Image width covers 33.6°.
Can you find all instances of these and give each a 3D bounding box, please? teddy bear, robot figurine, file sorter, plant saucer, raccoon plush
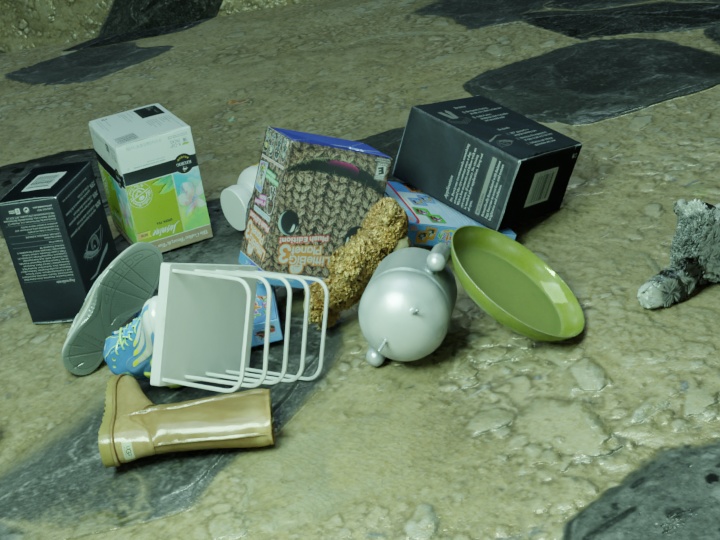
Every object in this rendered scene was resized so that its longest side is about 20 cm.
[{"bbox_3d":[0.000,0.000,1.571,0.067,0.145,0.200,39,73,24],"label":"teddy bear"},{"bbox_3d":[0.059,0.042,1.478,0.112,0.171,0.200,29,19,0],"label":"robot figurine"},{"bbox_3d":[-0.138,0.068,1.419,0.123,0.141,0.199,6,2,26],"label":"file sorter"},{"bbox_3d":[0.189,0.021,1.476,0.198,0.031,0.201,26,29,-16],"label":"plant saucer"},{"bbox_3d":[0.411,-0.034,1.550,0.198,0.098,0.134,-19,18,-16],"label":"raccoon plush"}]

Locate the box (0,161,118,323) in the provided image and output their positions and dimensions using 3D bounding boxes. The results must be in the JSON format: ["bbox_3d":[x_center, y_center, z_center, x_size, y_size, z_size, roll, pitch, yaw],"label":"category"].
[{"bbox_3d":[-0.451,-0.043,1.800,0.103,0.202,0.148,-6,24,12],"label":"box"}]

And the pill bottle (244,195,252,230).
[{"bbox_3d":[-0.068,-0.072,1.811,0.197,0.108,0.106,1,27,23],"label":"pill bottle"}]

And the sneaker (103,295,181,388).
[{"bbox_3d":[-0.271,0.095,1.461,0.103,0.201,0.077,-1,60,-1],"label":"sneaker"}]

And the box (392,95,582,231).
[{"bbox_3d":[0.189,-0.165,1.771,0.199,0.119,0.196,31,28,28],"label":"box"}]

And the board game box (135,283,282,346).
[{"bbox_3d":[-0.210,0.070,1.633,0.197,0.037,0.152,-14,24,-2],"label":"board game box"}]

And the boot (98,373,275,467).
[{"bbox_3d":[-0.202,0.169,1.415,0.197,0.067,0.176,-9,28,-2],"label":"boot"}]

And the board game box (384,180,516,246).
[{"bbox_3d":[0.106,-0.081,1.727,0.197,0.037,0.152,4,26,-24],"label":"board game box"}]

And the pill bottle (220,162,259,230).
[{"bbox_3d":[-0.134,-0.138,1.985,0.199,0.106,0.104,-29,30,-34],"label":"pill bottle"}]

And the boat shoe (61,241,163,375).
[{"bbox_3d":[-0.344,0.047,1.631,0.203,0.074,0.065,-59,26,-3],"label":"boat shoe"}]

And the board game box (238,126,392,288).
[{"bbox_3d":[-0.064,-0.082,1.660,0.158,0.203,0.097,6,15,-28],"label":"board game box"}]

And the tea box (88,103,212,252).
[{"bbox_3d":[-0.352,-0.154,1.998,0.132,0.199,0.200,-19,25,-19],"label":"tea box"}]
